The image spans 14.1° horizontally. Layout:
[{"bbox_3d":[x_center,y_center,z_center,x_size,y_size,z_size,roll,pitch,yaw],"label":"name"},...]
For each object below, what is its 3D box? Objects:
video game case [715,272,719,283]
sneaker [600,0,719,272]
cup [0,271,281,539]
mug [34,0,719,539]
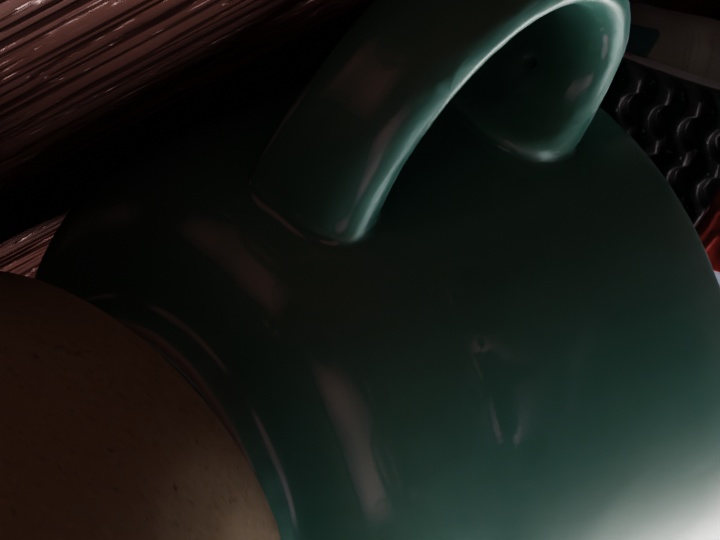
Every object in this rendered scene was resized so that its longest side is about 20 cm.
[{"bbox_3d":[0.153,-0.017,0.999,0.182,0.023,0.200,-36,151,29],"label":"video game case"},{"bbox_3d":[0.123,-0.024,0.732,0.093,0.199,0.071,-32,138,-50],"label":"sneaker"},{"bbox_3d":[-0.094,0.080,0.549,0.143,0.200,0.200,-43,-176,-37],"label":"cup"},{"bbox_3d":[-0.009,0.021,0.646,0.114,0.186,0.152,-20,-165,-40],"label":"mug"}]
